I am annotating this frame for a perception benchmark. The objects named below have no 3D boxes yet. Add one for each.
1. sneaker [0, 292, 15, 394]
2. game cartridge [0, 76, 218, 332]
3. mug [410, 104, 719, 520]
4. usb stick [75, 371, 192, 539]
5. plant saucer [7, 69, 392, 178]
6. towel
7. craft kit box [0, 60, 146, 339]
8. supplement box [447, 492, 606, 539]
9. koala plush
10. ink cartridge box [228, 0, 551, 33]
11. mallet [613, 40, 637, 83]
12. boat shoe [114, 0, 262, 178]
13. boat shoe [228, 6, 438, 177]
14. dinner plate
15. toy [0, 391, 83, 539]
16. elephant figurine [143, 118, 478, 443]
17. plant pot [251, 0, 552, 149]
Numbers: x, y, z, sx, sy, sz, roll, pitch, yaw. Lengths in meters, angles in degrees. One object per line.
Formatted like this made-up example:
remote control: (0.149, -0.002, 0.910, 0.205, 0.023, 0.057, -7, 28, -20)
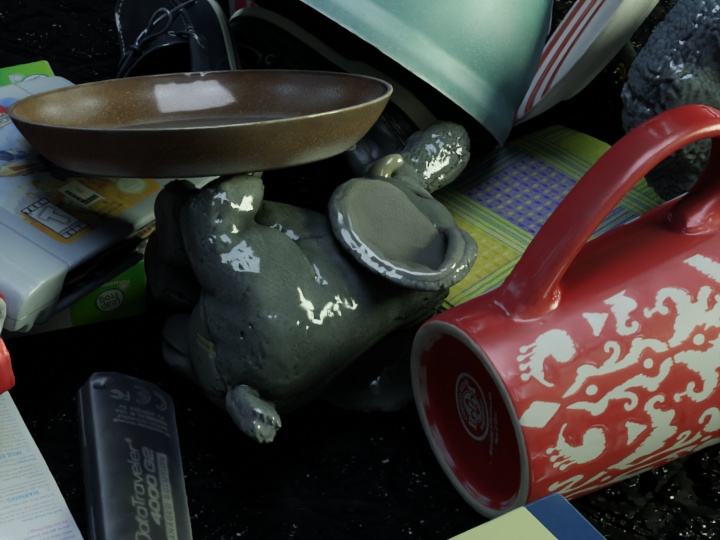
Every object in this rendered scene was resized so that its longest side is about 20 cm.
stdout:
sneaker: (-0.231, 0.067, 1.230, 0.112, 0.071, 0.201, 17, 48, 6)
game cartridge: (-0.174, -0.041, 1.393, 0.133, 0.042, 0.200, 34, 33, 14)
mug: (0.128, 0.021, 1.337, 0.199, 0.179, 0.133, -22, 7, -24)
usb stick: (-0.106, 0.123, 1.274, 0.055, 0.033, 0.201, 17, 34, -22)
plant saucer: (-0.082, -0.076, 1.371, 0.199, 0.032, 0.200, -3, 11, 1)
towel: (0.095, -0.017, 1.489, 0.143, 0.023, 0.200, 31, 44, 31)
craft kit box: (-0.239, -0.033, 1.460, 0.196, 0.049, 0.200, -12, 41, -16)
supplement box: (0.053, 0.229, 1.078, 0.199, 0.135, 0.200, -20, 44, -29)
koala plush: (0.225, -0.120, 1.503, 0.182, 0.178, 0.200, 9, 28, -10)
ink cartridge box: (0.018, -0.219, 1.636, 0.198, 0.148, 0.086, -1, 34, -8)
mallet: (0.145, -0.176, 1.693, 0.041, 0.066, 0.201, -7, 54, -13)
boat shoe: (-0.111, -0.114, 1.544, 0.062, 0.075, 0.201, 21, 30, -36)
boat shoe: (-0.033, -0.093, 1.538, 0.066, 0.075, 0.199, -47, 47, -11)
dinner plate: (0.151, -0.159, 1.555, 0.024, 0.200, 0.200, 38, 41, -6)
toy: (-0.226, 0.083, 1.296, 0.115, 0.047, 0.201, -15, 57, -25)
elephant figurine: (0.000, 0.000, 1.369, 0.199, 0.156, 0.141, -8, -2, -23)
plant pot: (0.032, -0.179, 1.515, 0.200, 0.200, 0.135, 31, 87, 30)
